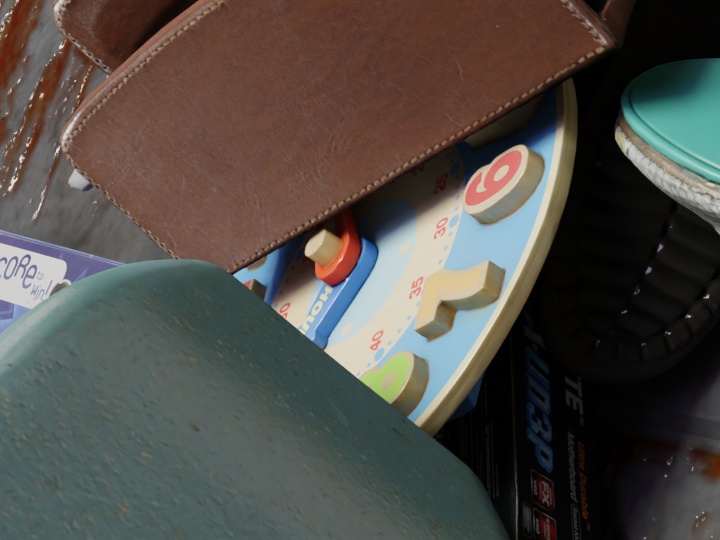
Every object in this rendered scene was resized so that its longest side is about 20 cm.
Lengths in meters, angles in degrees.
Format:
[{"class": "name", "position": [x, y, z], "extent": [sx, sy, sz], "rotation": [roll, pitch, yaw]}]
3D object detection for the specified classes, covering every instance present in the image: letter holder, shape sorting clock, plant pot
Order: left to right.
[{"class": "plant pot", "position": [-0.065, 0.114, 0.692], "extent": [0.196, 0.196, 0.200], "rotation": [-46, 8, 39]}, {"class": "letter holder", "position": [-0.022, -0.107, 0.808], "extent": [0.200, 0.142, 0.101], "rotation": [-29, 28, 41]}, {"class": "shape sorting clock", "position": [0.000, 0.000, 0.837], "extent": [0.200, 0.039, 0.200], "rotation": [-46, 26, 31]}]

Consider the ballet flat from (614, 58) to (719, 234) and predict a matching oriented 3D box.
[{"class": "ballet flat", "position": [0.159, -0.015, 0.728], "extent": [0.200, 0.072, 0.072], "rotation": [14, 79, 44]}]

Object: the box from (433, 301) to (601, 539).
[{"class": "box", "position": [0.009, 0.095, 0.841], "extent": [0.159, 0.046, 0.201], "rotation": [-33, 40, 33]}]

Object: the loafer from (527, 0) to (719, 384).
[{"class": "loafer", "position": [0.101, -0.055, 0.834], "extent": [0.071, 0.073, 0.201], "rotation": [151, 138, -71]}]

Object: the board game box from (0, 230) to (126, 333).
[{"class": "board game box", "position": [-0.140, 0.056, 1.062], "extent": [0.200, 0.034, 0.136], "rotation": [15, 80, 51]}]

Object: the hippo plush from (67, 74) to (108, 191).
[{"class": "hippo plush", "position": [-0.082, -0.174, 1.009], "extent": [0.161, 0.159, 0.200], "rotation": [52, 151, 20]}]
